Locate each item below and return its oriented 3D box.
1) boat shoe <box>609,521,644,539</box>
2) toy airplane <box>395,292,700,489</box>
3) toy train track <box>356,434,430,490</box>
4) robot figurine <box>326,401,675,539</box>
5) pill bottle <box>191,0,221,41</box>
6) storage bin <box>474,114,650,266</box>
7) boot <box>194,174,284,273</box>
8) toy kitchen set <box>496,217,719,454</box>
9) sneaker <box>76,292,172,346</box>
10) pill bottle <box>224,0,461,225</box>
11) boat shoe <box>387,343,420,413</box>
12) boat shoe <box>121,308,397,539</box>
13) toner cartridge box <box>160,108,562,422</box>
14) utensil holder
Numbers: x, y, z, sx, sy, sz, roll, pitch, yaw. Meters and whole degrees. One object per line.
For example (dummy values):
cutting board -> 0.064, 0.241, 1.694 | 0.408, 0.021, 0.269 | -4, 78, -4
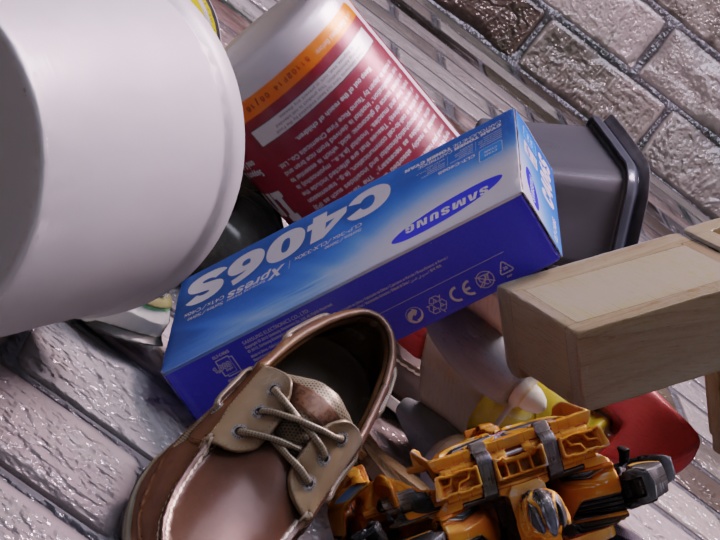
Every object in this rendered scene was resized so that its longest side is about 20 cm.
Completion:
boat shoe -> 0.134, 0.173, 1.080 | 0.093, 0.075, 0.200 | 36, 10, 26
toy airplane -> 0.060, 0.062, 1.106 | 0.198, 0.142, 0.200 | 0, -31, 46
toy train track -> -0.023, 0.079, 1.065 | 0.115, 0.033, 0.200 | 41, 6, -36
robot figurine -> 0.050, 0.098, 0.881 | 0.200, 0.144, 0.059 | 146, -74, -76
pill bottle -> -0.159, -0.134, 1.241 | 0.112, 0.112, 0.200 | 39, 13, 2
storage bin -> 0.170, -0.064, 1.882 | 0.133, 0.147, 0.200 | 8, 20, -7
boot -> -0.059, -0.010, 1.246 | 0.131, 0.068, 0.200 | 46, 15, -12
toy kitchen set -> 0.157, 0.076, 1.002 | 0.179, 0.202, 0.163 | -15, 20, -18
sneaker -> -0.132, -0.046, 1.072 | 0.077, 0.089, 0.200 | 25, 19, -44
pill bottle -> 0.002, -0.061, 1.200 | 0.200, 0.113, 0.113 | 49, 10, -15
boat shoe -> 0.069, 0.075, 1.270 | 0.199, 0.060, 0.072 | 30, 16, -33
boat shoe -> -0.038, 0.074, 0.878 | 0.076, 0.072, 0.200 | 36, 34, -3
toner cartridge box -> 0.000, 0.000, 1.003 | 0.043, 0.199, 0.095 | 56, 17, -24
utensil holder -> -0.161, -0.053, 0.864 | 0.170, 0.170, 0.200 | 40, 16, 9
